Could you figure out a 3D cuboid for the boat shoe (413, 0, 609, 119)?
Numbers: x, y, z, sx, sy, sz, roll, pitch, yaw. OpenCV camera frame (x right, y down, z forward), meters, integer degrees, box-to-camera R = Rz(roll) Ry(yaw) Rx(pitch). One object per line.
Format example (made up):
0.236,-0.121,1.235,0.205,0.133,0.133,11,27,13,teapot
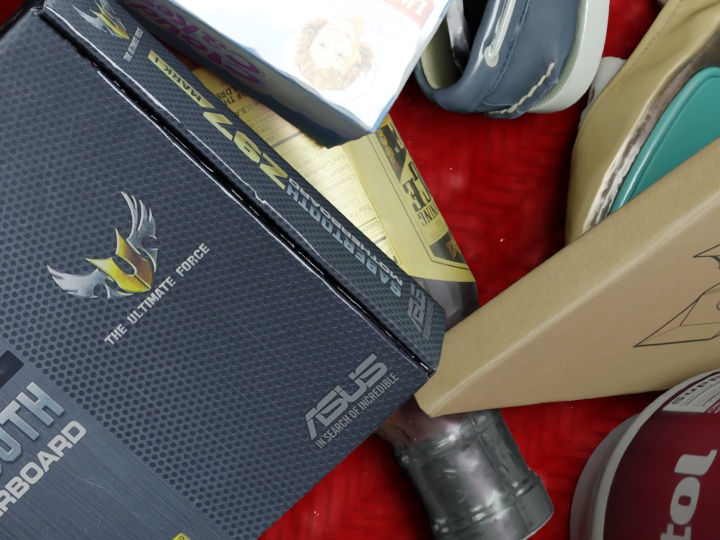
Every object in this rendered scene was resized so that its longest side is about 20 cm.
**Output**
0.039,-0.150,0.962,0.062,0.075,0.201,-3,97,-48,boat shoe

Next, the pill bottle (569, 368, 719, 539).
0.141,0.086,0.921,0.113,0.200,0.113,1,88,-18,pill bottle

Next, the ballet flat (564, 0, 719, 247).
0.116,-0.070,0.996,0.200,0.063,0.069,-54,135,-13,ballet flat

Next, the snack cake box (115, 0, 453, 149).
-0.056,-0.137,0.871,0.200,0.067,0.115,32,82,-11,snack cake box

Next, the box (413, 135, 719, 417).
0.131,-0.012,0.898,0.163,0.200,0.021,-4,66,-44,box

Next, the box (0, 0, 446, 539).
-0.098,0.032,0.875,0.158,0.051,0.200,44,109,-11,box

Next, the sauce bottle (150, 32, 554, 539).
0.000,0.000,0.952,0.066,0.066,0.200,-30,99,-17,sauce bottle
